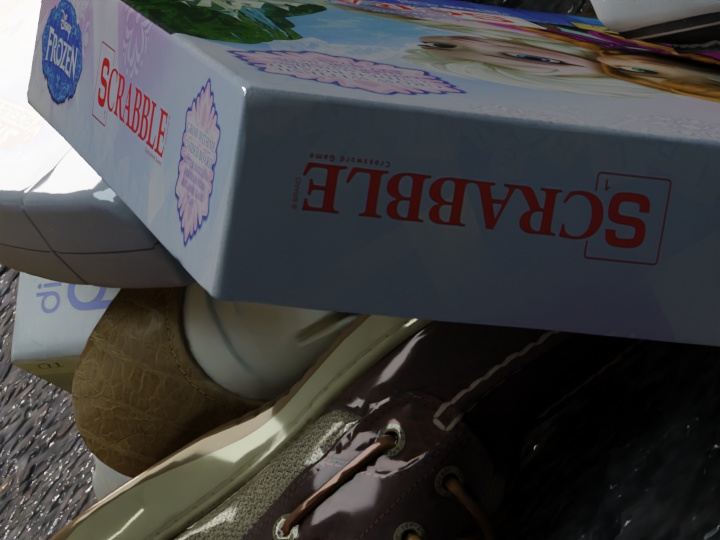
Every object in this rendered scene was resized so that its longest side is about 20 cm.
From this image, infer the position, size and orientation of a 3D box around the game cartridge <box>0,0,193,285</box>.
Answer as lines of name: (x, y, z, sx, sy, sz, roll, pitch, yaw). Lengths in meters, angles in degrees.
game cartridge: (-0.068, -0.061, 0.774, 0.133, 0.042, 0.200, -43, 30, -15)

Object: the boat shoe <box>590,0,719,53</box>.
boat shoe: (0.140, -0.062, 0.574, 0.199, 0.068, 0.072, -9, 21, 32)

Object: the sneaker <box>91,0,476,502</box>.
sneaker: (0.000, 0.000, 0.820, 0.080, 0.070, 0.201, 4, 58, 45)

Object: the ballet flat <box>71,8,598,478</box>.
ballet flat: (0.011, -0.009, 0.733, 0.199, 0.068, 0.072, -29, 3, -8)

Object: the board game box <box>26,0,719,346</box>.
board game box: (0.042, -0.027, 0.595, 0.199, 0.199, 0.041, -141, 58, -68)

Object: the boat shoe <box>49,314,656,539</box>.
boat shoe: (0.010, 0.058, 0.704, 0.199, 0.072, 0.072, -32, 67, 11)

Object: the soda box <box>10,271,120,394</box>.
soda box: (-0.061, -0.058, 0.895, 0.068, 0.063, 0.201, -5, 70, 27)
